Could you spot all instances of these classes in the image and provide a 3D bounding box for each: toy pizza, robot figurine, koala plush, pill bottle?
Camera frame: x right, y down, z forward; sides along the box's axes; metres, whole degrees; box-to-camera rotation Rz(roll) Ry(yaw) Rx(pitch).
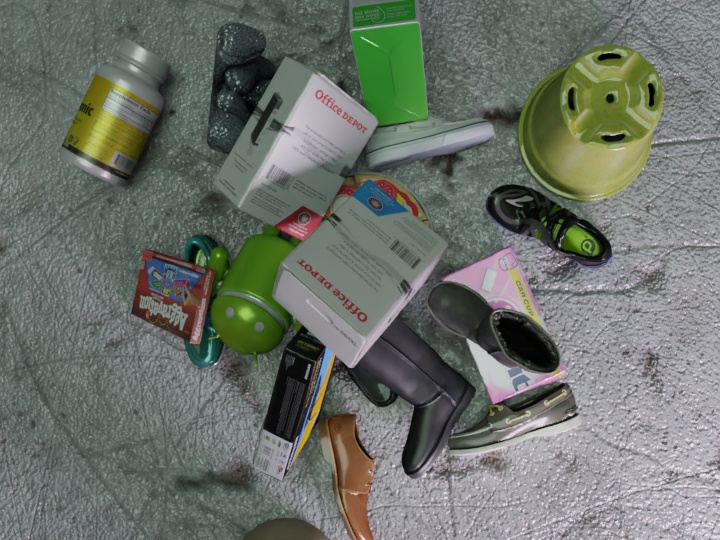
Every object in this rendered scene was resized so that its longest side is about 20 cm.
[{"bbox_3d":[0.014,-0.058,1.055,0.194,0.032,0.206,3,68,-7],"label":"toy pizza"},{"bbox_3d":[-0.142,0.032,1.045,0.171,0.116,0.203,23,61,3],"label":"robot figurine"},{"bbox_3d":[-0.124,-0.248,1.075,0.194,0.184,0.183,6,94,-14],"label":"koala plush"},{"bbox_3d":[-0.371,-0.243,1.113,0.109,0.111,0.204,27,90,8],"label":"pill bottle"}]

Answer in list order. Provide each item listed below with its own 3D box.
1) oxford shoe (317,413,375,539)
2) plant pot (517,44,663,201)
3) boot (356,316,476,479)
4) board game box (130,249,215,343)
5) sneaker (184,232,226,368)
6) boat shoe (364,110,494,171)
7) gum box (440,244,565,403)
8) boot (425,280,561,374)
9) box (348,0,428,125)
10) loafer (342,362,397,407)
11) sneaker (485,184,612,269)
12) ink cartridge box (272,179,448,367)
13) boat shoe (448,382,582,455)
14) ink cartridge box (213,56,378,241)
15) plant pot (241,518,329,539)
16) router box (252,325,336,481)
[{"bbox_3d":[-0.006,0.311,1.057,0.069,0.071,0.206,-14,84,1],"label":"oxford shoe"},{"bbox_3d":[0.322,-0.209,0.984,0.194,0.184,0.207,0,87,7],"label":"plant pot"},{"bbox_3d":[0.049,0.166,1.016,0.199,0.065,0.167,42,70,-18],"label":"boot"},{"bbox_3d":[-0.282,0.034,1.070,0.197,0.019,0.106,13,92,48],"label":"board game box"},{"bbox_3d":[-0.246,0.046,1.096,0.075,0.080,0.207,-4,87,7],"label":"sneaker"},{"bbox_3d":[0.097,-0.205,1.068,0.194,0.074,0.069,-13,86,7],"label":"boat shoe"},{"bbox_3d":[0.205,0.082,1.042,0.111,0.066,0.205,-23,85,7],"label":"gum box"},{"bbox_3d":[0.159,0.069,0.914,0.179,0.200,0.074,31,93,9],"label":"boot"},{"bbox_3d":[0.038,-0.336,0.999,0.094,0.201,0.181,-4,65,7],"label":"box"},{"bbox_3d":[-0.008,0.110,1.066,0.067,0.070,0.204,-29,84,5],"label":"loafer"},{"bbox_3d":[0.273,-0.068,1.033,0.196,0.083,0.072,29,90,8],"label":"sneaker"},{"bbox_3d":[0.000,0.000,0.944,0.145,0.085,0.200,39,55,8],"label":"ink cartridge box"},{"bbox_3d":[0.214,0.215,1.033,0.196,0.072,0.062,-16,85,0],"label":"boat shoe"},{"bbox_3d":[-0.086,-0.163,0.993,0.083,0.143,0.203,39,99,41],"label":"ink cartridge box"},{"bbox_3d":[-0.124,0.469,0.997,0.181,0.200,0.194,0,87,7],"label":"plant pot"},{"bbox_3d":[-0.079,0.162,0.997,0.050,0.149,0.204,21,117,8],"label":"router box"}]
